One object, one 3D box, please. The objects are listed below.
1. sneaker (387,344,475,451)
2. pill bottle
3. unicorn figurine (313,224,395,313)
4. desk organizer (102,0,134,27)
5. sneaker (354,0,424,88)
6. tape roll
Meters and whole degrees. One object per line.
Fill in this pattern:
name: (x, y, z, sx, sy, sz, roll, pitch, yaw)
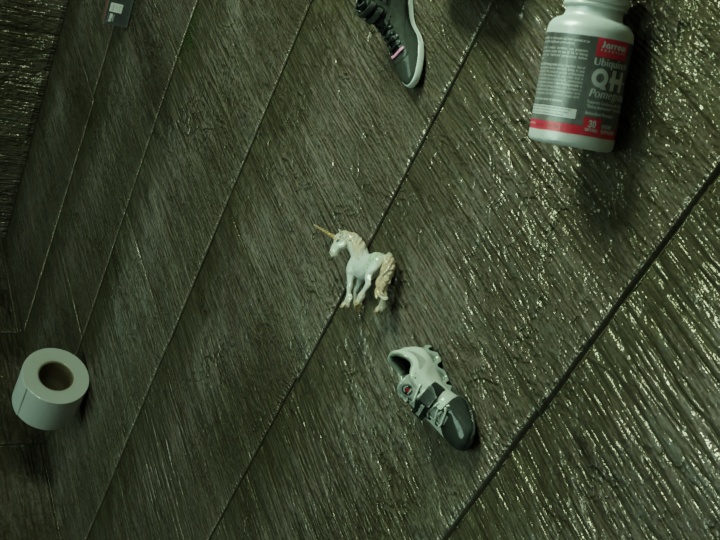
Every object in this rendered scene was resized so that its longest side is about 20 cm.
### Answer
sneaker: (0.100, 0.195, 1.608, 0.201, 0.088, 0.075, 57, 132, 42)
pill bottle: (0.280, -0.255, 1.329, 0.110, 0.110, 0.202, 24, 107, 57)
unicorn figurine: (0.000, 0.000, 1.816, 0.199, 0.073, 0.139, 4, 81, 45)
desk organizer: (-0.670, -0.793, 2.976, 0.077, 0.071, 0.201, 57, 134, 47)
sneaker: (0.042, -0.394, 1.743, 0.071, 0.098, 0.202, -30, 63, 51)
tape roll: (-0.920, 0.352, 3.159, 0.140, 0.201, 0.204, -57, 42, 40)
